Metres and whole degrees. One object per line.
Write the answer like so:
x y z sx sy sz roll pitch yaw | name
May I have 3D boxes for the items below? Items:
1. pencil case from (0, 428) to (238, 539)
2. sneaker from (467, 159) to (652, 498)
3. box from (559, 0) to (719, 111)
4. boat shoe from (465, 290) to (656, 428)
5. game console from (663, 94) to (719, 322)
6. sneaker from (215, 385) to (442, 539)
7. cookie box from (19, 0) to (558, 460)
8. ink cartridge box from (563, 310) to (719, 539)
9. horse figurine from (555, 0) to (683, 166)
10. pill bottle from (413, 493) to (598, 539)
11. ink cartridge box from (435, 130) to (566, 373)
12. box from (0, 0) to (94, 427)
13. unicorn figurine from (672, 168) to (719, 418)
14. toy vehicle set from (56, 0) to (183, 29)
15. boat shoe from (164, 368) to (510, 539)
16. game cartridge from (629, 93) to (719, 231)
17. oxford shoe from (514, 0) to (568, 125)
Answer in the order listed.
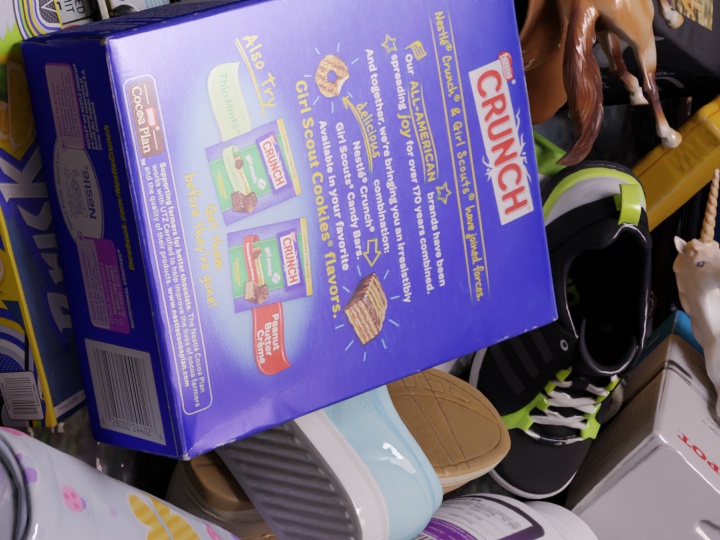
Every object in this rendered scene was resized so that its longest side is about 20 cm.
-0.113 0.131 0.988 0.200 0.091 0.083 32 28 -52 | pencil case
0.103 0.040 1.214 0.083 0.071 0.201 -110 -154 -59 | sneaker
0.121 -0.174 1.344 0.200 0.122 0.106 28 64 -54 | box
0.120 0.063 1.366 0.200 0.065 0.072 -32 149 -49 | boat shoe
0.264 -0.035 1.515 0.171 0.118 0.201 -34 134 -56 | game console
-0.034 0.043 1.084 0.082 0.074 0.200 -17 73 -47 | sneaker
-0.024 -0.034 0.986 0.200 0.075 0.172 -18 106 -34 | cookie box
0.200 0.128 1.382 0.146 0.084 0.200 43 22 -4 | ink cartridge box
0.135 -0.148 1.209 0.133 0.050 0.200 56 44 -39 | horse figurine
0.046 0.176 1.225 0.200 0.111 0.112 -11 98 -56 | pill bottle
0.000 0.000 1.208 0.148 0.076 0.200 14 111 -56 | ink cartridge box
-0.151 -0.040 0.973 0.070 0.064 0.201 -35 118 -52 | box
0.238 0.060 1.379 0.200 0.074 0.138 48 13 -44 | unicorn figurine
-0.100 -0.122 1.014 0.027 0.124 0.201 -126 -160 -71 | toy vehicle set
-0.015 0.095 1.155 0.200 0.069 0.074 -5 54 -41 | boat shoe
0.177 -0.055 1.374 0.032 0.200 0.176 49 37 7 | game cartridge
0.070 -0.126 1.219 0.200 0.071 0.071 68 26 -57 | oxford shoe
